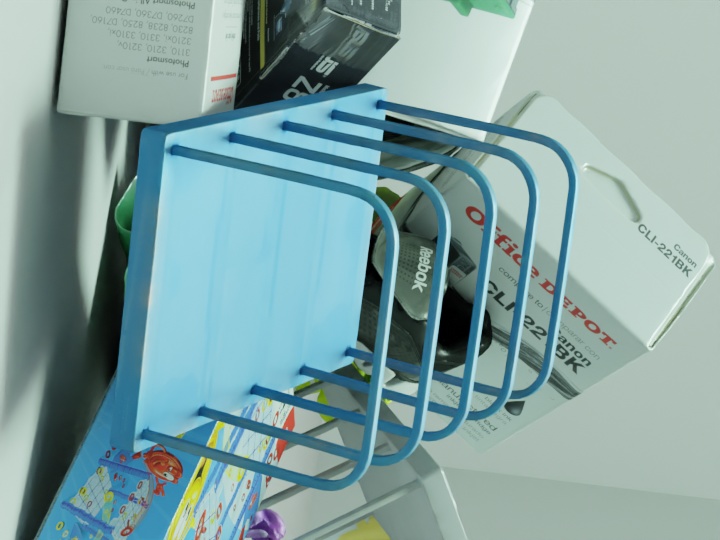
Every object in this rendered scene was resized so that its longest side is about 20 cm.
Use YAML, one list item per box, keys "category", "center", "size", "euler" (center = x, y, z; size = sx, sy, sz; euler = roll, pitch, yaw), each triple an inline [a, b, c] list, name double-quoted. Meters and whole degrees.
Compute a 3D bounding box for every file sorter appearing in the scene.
- category: "file sorter"
  center: [-0.023, 0.150, 1.398]
  size: [0.200, 0.125, 0.139]
  euler: [48, -20, 61]
- category: "file sorter"
  center: [0.000, 0.006, 1.079]
  size: [0.200, 0.123, 0.139]
  euler: [-20, 121, -61]

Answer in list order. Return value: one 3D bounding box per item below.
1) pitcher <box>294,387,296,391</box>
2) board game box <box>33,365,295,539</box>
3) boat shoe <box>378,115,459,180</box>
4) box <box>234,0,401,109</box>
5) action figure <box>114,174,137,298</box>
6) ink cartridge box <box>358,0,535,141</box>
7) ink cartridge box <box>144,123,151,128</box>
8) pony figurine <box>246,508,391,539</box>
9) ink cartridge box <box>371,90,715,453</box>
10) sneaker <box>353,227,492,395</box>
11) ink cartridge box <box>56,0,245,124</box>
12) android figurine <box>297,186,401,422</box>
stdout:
- category: "pitcher"
  center: [-0.072, -0.011, 1.621]
  size: [0.200, 0.121, 0.172]
  euler: [110, -30, -51]
- category: "board game box"
  center: [-0.096, 0.114, 1.206]
  size: [0.200, 0.056, 0.196]
  euler: [90, 22, -65]
- category: "boat shoe"
  center: [-0.020, -0.081, 1.358]
  size: [0.200, 0.071, 0.072]
  euler: [-16, 128, -41]
- category: "box"
  center: [-0.038, -0.159, 1.242]
  size: [0.161, 0.049, 0.200]
  euler: [-45, -145, 46]
- category: "action figure"
  center: [-0.111, 0.040, 1.348]
  size: [0.200, 0.055, 0.118]
  euler: [102, -7, -66]
- category: "ink cartridge box"
  center: [0.035, -0.177, 1.264]
  size: [0.146, 0.084, 0.200]
  euler: [29, -80, 65]
- category: "ink cartridge box"
  center: [-0.101, -0.118, 1.432]
  size: [0.200, 0.057, 0.163]
  euler: [-39, 140, -57]
- category: "pony figurine"
  center: [-0.071, 0.208, 1.559]
  size: [0.193, 0.200, 0.167]
  euler: [-106, -169, -52]
- category: "ink cartridge box"
  center: [0.086, 0.005, 1.414]
  size: [0.084, 0.144, 0.200]
  euler: [-51, -173, -34]
- category: "sneaker"
  center: [0.000, 0.000, 1.334]
  size: [0.200, 0.090, 0.066]
  euler: [37, 50, -37]
- category: "ink cartridge box"
  center: [-0.090, -0.126, 1.102]
  size: [0.115, 0.068, 0.200]
  euler: [-49, 146, -83]
- category: "android figurine"
  center: [-0.026, 0.015, 1.685]
  size: [0.200, 0.041, 0.182]
  euler: [-26, -102, 53]
